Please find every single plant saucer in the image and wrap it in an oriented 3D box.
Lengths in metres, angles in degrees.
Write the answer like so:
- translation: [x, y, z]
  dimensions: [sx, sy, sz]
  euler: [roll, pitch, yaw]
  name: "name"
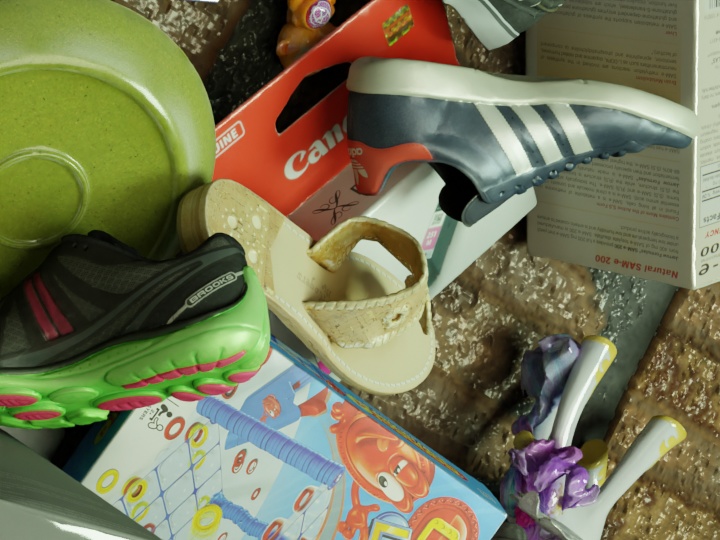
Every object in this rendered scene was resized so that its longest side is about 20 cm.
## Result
- translation: [-0.163, -0.041, 1.061]
  dimensions: [0.198, 0.031, 0.201]
  euler: [-11, 126, -16]
  name: "plant saucer"

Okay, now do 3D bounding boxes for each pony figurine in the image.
- translation: [0.107, 0.142, 1.292]
  dimensions: [0.193, 0.166, 0.201]
  euler: [47, 59, -42]
  name: "pony figurine"

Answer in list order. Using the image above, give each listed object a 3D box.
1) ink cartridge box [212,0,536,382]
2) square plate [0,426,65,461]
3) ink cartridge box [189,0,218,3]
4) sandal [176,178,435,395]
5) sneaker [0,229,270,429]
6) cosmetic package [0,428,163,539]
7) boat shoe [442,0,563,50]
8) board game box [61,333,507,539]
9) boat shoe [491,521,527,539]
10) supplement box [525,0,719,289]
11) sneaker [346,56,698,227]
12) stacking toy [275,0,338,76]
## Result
- translation: [0.002, -0.046, 1.193]
  dimensions: [0.200, 0.043, 0.174]
  euler: [-41, 139, -20]
  name: "ink cartridge box"
- translation: [-0.265, 0.122, 1.081]
  dimensions: [0.198, 0.028, 0.201]
  euler: [38, 79, -36]
  name: "square plate"
- translation: [-0.099, -0.238, 1.063]
  dimensions: [0.044, 0.094, 0.202]
  euler: [-1, 103, -35]
  name: "ink cartridge box"
- translation: [0.000, 0.005, 1.116]
  dimensions: [0.211, 0.069, 0.078]
  euler: [30, 51, -45]
  name: "sandal"
- translation: [-0.138, 0.026, 1.050]
  dimensions: [0.077, 0.198, 0.084]
  euler: [57, 27, -63]
  name: "sneaker"
- translation: [-0.183, 0.123, 1.000]
  dimensions: [0.106, 0.200, 0.091]
  euler: [20, 88, -34]
  name: "cosmetic package"
- translation: [0.063, -0.170, 1.132]
  dimensions: [0.056, 0.069, 0.200]
  euler: [-25, 166, 10]
  name: "boat shoe"
- translation: [-0.061, 0.145, 1.113]
  dimensions: [0.195, 0.056, 0.201]
  euler: [35, 91, -16]
  name: "board game box"
- translation: [0.024, 0.195, 1.222]
  dimensions: [0.072, 0.200, 0.066]
  euler: [44, 45, -17]
  name: "boat shoe"
- translation: [0.165, -0.101, 1.262]
  dimensions: [0.073, 0.125, 0.202]
  euler: [-18, 113, -44]
  name: "supplement box"
- translation: [0.085, -0.064, 1.169]
  dimensions: [0.198, 0.075, 0.085]
  euler: [5, 95, -14]
  name: "sneaker"
- translation: [-0.023, -0.192, 1.140]
  dimensions: [0.116, 0.109, 0.201]
  euler: [-21, 129, -40]
  name: "stacking toy"
